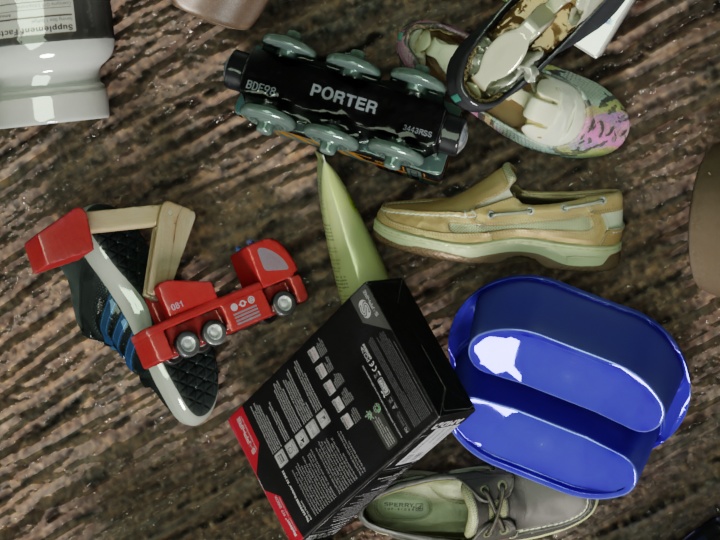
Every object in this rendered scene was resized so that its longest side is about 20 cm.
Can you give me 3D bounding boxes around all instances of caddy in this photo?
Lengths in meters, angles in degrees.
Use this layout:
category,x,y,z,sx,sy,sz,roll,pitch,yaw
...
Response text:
category,x,y,z,sx,sy,sz,roll,pitch,yaw
caddy,0.160,0.087,1.436,0.198,0.105,0.143,21,123,6

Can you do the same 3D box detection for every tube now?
category,x,y,z,sx,sy,sz,roll,pitch,yaw
tube,0.000,0.000,1.468,0.058,0.052,0.202,-13,99,45

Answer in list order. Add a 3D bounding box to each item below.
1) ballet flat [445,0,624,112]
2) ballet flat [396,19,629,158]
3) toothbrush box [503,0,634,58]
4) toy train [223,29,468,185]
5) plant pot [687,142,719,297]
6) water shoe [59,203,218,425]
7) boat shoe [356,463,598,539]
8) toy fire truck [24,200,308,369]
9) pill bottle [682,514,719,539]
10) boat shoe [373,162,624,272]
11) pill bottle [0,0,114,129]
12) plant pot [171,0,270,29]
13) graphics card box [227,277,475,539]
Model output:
category,x,y,z,sx,sy,sz,roll,pitch,yaw
ballet flat,0.140,-0.191,1.342,0.200,0.073,0.073,-44,89,14
ballet flat,0.116,-0.141,1.432,0.198,0.071,0.070,26,98,5
toothbrush box,0.138,-0.277,1.407,0.199,0.086,0.147,32,101,5
toy train,-0.010,-0.124,1.431,0.198,0.114,0.086,16,82,8
plant pot,0.343,-0.030,1.368,0.173,0.200,0.203,6,97,26
water shoe,-0.188,0.041,1.510,0.079,0.071,0.201,-27,92,37
boat shoe,0.093,0.192,1.473,0.198,0.066,0.073,-3,97,10
toy fire truck,-0.151,-0.001,1.453,0.198,0.049,0.142,-23,90,-25
pill bottle,0.276,0.264,1.431,0.199,0.112,0.112,-39,90,11
boat shoe,0.110,-0.049,1.442,0.197,0.072,0.077,3,110,-2
pill bottle,-0.257,-0.218,1.458,0.115,0.116,0.203,-5,96,9
plant pot,-0.101,-0.307,1.394,0.199,0.200,0.199,32,106,4
graphics card box,-0.011,0.113,1.433,0.200,0.051,0.126,-46,63,36
